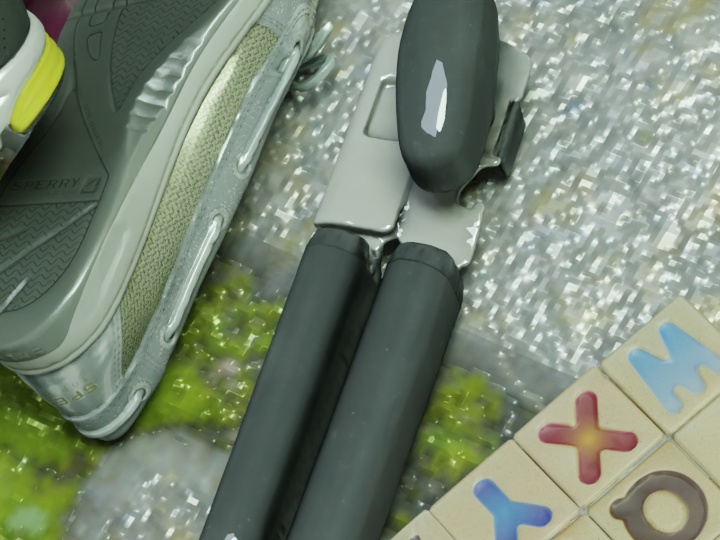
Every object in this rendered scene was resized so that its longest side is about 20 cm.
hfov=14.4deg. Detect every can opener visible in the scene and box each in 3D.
[{"bbox_3d":[0.000,0.000,0.843,0.053,0.067,0.201,9,61,21],"label":"can opener"}]

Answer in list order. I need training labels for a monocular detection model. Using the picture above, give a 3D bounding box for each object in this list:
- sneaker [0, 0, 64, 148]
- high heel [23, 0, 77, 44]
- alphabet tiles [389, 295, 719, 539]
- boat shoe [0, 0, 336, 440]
[{"bbox_3d":[-0.185,-0.080,0.844,0.199,0.085,0.075,-2,39,19],"label":"sneaker"},{"bbox_3d":[-0.166,-0.051,0.903,0.200,0.096,0.067,-43,60,-10],"label":"high heel"},{"bbox_3d":[0.069,0.122,0.793,0.200,0.008,0.167,-40,59,-8],"label":"alphabet tiles"},{"bbox_3d":[-0.058,-0.045,0.895,0.074,0.065,0.203,0,54,37],"label":"boat shoe"}]
